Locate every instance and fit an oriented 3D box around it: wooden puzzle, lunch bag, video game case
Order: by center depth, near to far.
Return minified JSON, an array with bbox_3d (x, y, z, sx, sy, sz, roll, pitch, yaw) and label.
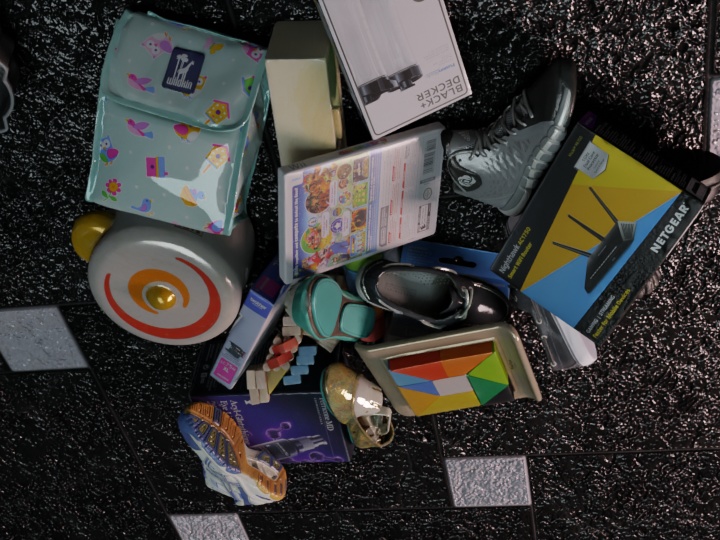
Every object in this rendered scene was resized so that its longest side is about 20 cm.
[{"bbox_3d":[-0.186,-0.157,1.069,0.168,0.122,0.203,15,110,3],"label":"lunch bag"},{"bbox_3d":[0.002,-0.074,1.111,0.198,0.018,0.145,-19,134,-25],"label":"video game case"},{"bbox_3d":[0.110,0.130,1.242,0.197,0.038,0.186,-7,146,17],"label":"wooden puzzle"}]

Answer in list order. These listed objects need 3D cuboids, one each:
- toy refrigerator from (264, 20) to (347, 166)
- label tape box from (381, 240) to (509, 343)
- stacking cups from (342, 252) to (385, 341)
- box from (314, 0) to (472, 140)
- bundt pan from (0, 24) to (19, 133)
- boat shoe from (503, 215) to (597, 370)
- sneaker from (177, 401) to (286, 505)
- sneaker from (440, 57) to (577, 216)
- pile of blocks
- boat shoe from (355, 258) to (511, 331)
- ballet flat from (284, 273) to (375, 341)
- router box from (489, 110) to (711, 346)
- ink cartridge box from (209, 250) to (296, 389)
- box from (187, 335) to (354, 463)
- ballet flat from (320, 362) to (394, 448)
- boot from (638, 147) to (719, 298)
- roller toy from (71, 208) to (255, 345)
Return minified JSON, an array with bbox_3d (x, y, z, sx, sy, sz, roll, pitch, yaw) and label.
[{"bbox_3d":[-0.050,-0.157,1.086,0.069,0.076,0.202,1,132,7],"label":"toy refrigerator"},{"bbox_3d":[0.105,0.064,1.276,0.142,0.064,0.202,8,134,-1],"label":"label tape box"},{"bbox_3d":[0.000,0.000,1.230,0.060,0.061,0.202,2,131,6],"label":"stacking cups"},{"bbox_3d":[0.025,-0.241,0.984,0.115,0.060,0.201,-24,129,-1],"label":"box"},{"bbox_3d":[-0.451,-0.224,1.078,0.199,0.076,0.204,4,134,5],"label":"bundt pan"},{"bbox_3d":[0.207,0.030,1.197,0.066,0.070,0.201,-23,106,25],"label":"boat shoe"},{"bbox_3d":[-0.185,0.252,1.339,0.087,0.076,0.200,-22,126,26],"label":"sneaker"},{"bbox_3d":[0.145,-0.143,1.070,0.114,0.076,0.201,13,134,-6],"label":"sneaker"},{"bbox_3d":[-0.073,0.089,1.258,0.082,0.062,0.201,31,94,-2],"label":"pile of blocks"},{"bbox_3d":[0.093,0.034,1.181,0.197,0.060,0.077,8,91,-18],"label":"boat shoe"},{"bbox_3d":[-0.046,0.044,1.148,0.069,0.068,0.200,10,173,22],"label":"ballet flat"},{"bbox_3d":[0.245,-0.041,1.067,0.148,0.051,0.201,35,126,11],"label":"router box"},{"bbox_3d":[-0.116,0.042,1.247,0.042,0.120,0.201,33,131,0],"label":"ink cartridge box"},{"bbox_3d":[-0.112,0.175,1.381,0.197,0.105,0.149,-4,132,12],"label":"box"},{"bbox_3d":[0.003,0.173,1.302,0.070,0.072,0.201,-5,148,12],"label":"ballet flat"},{"bbox_3d":[0.316,-0.042,1.135,0.209,0.080,0.159,-12,124,32],"label":"boot"},{"bbox_3d":[-0.222,-0.011,1.199,0.180,0.141,0.201,-12,130,17],"label":"roller toy"}]
